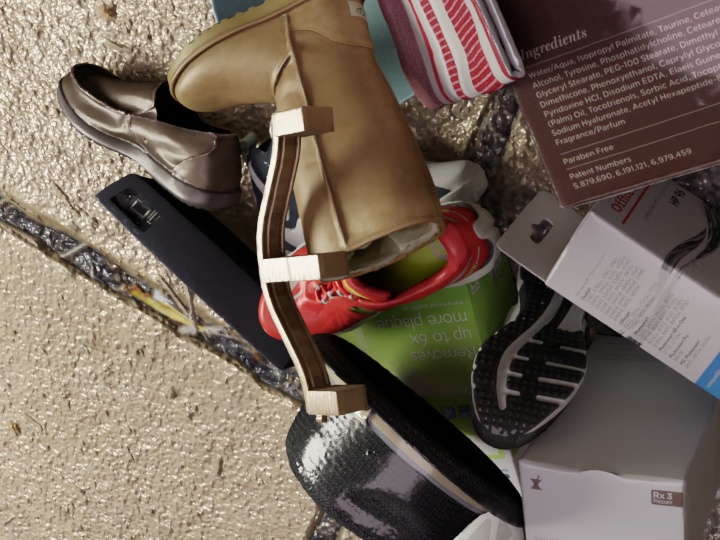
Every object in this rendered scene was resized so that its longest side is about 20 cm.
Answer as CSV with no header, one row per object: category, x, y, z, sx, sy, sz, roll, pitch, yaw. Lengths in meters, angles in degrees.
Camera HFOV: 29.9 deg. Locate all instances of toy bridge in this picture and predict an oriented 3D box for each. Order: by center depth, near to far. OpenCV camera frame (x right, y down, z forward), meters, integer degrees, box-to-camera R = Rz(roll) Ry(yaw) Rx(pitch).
toy bridge,-0.037,-0.002,0.865,0.067,0.027,0.201,-4,94,48

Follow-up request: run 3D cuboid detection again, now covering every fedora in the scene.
fedora,0.017,0.135,0.939,0.200,0.201,0.092,40,94,5

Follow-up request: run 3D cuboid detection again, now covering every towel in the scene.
towel,0.040,-0.173,0.848,0.023,0.200,0.144,-27,97,-8

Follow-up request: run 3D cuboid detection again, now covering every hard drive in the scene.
hard drive,-0.114,-0.002,1.088,0.200,0.135,0.042,42,95,7

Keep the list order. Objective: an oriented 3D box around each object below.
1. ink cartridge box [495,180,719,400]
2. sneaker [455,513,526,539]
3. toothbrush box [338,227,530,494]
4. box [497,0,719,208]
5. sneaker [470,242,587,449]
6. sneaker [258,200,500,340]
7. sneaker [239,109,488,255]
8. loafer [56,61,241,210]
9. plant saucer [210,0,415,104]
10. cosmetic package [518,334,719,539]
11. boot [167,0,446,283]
ink cartridge box,0.205,-0.005,0.925,0.200,0.116,0.068,34,124,8
sneaker,0.083,0.280,1.129,0.075,0.115,0.201,23,122,16
toothbrush box,0.055,0.079,1.064,0.145,0.086,0.201,-5,113,29
box,0.181,-0.172,0.826,0.164,0.166,0.201,-16,106,32
sneaker,0.126,0.065,0.957,0.073,0.200,0.080,17,129,13
sneaker,0.000,0.000,0.954,0.200,0.085,0.077,-24,89,28
sneaker,-0.010,-0.085,1.019,0.199,0.080,0.130,-7,119,40
loafer,-0.161,-0.122,1.076,0.200,0.073,0.071,33,115,26
plant saucer,-0.013,-0.211,0.976,0.200,0.039,0.202,7,110,20
cosmetic package,0.193,0.124,0.944,0.112,0.200,0.081,5,116,26
boot,-0.045,-0.085,0.921,0.175,0.066,0.201,-28,67,30
